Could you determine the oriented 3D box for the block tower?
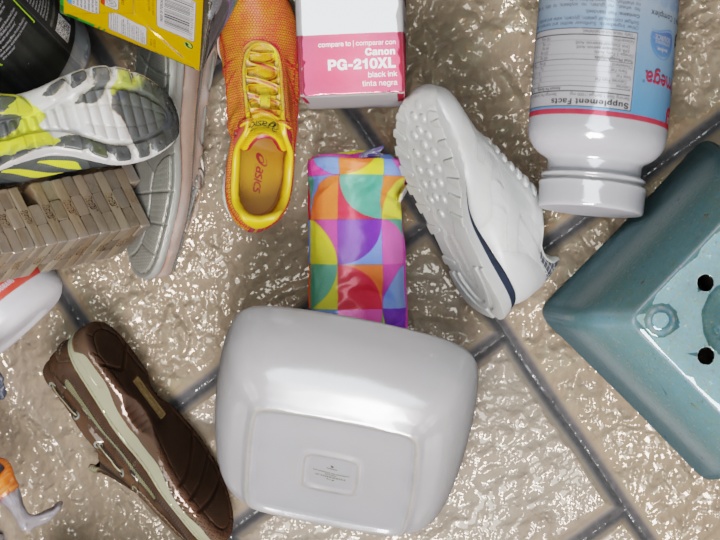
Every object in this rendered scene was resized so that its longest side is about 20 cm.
[{"bbox_3d":[-0.251,-0.030,1.545,0.054,0.199,0.058,-41,73,45],"label":"block tower"}]

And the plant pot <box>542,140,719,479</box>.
[{"bbox_3d":[0.273,0.033,1.524,0.196,0.200,0.196,44,92,1],"label":"plant pot"}]

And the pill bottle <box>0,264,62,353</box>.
[{"bbox_3d":[-0.333,-0.026,1.597,0.112,0.112,0.200,-40,89,3],"label":"pill bottle"}]

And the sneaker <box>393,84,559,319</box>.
[{"bbox_3d":[0.091,-0.063,1.570,0.080,0.076,0.201,-34,121,-20],"label":"sneaker"}]

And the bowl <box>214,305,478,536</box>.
[{"bbox_3d":[-0.018,0.125,1.543,0.198,0.201,0.075,12,47,3],"label":"bowl"}]

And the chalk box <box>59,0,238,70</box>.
[{"bbox_3d":[-0.132,-0.280,1.543,0.123,0.125,0.201,21,61,4],"label":"chalk box"}]

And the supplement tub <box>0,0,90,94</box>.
[{"bbox_3d":[-0.303,-0.200,1.539,0.122,0.200,0.123,-15,54,21],"label":"supplement tub"}]

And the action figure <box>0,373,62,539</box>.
[{"bbox_3d":[-0.320,0.135,1.560,0.194,0.200,0.105,48,63,-11],"label":"action figure"}]

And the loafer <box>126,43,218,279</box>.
[{"bbox_3d":[-0.142,-0.093,1.612,0.062,0.072,0.202,2,92,-38],"label":"loafer"}]

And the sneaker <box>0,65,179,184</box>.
[{"bbox_3d":[-0.235,-0.106,1.535,0.198,0.084,0.075,-6,83,-25],"label":"sneaker"}]

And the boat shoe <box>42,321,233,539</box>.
[{"bbox_3d":[-0.179,0.140,1.621,0.075,0.075,0.203,-32,90,26],"label":"boat shoe"}]

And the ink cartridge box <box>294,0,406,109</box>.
[{"bbox_3d":[-0.007,-0.229,1.561,0.083,0.145,0.202,-2,91,1],"label":"ink cartridge box"}]

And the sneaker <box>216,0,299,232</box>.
[{"bbox_3d":[-0.073,-0.131,1.596,0.072,0.077,0.202,-3,92,-13],"label":"sneaker"}]

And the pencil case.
[{"bbox_3d":[0.000,0.000,1.597,0.087,0.088,0.202,2,92,3],"label":"pencil case"}]

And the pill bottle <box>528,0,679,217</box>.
[{"bbox_3d":[0.185,-0.145,1.565,0.108,0.109,0.202,5,87,3],"label":"pill bottle"}]
